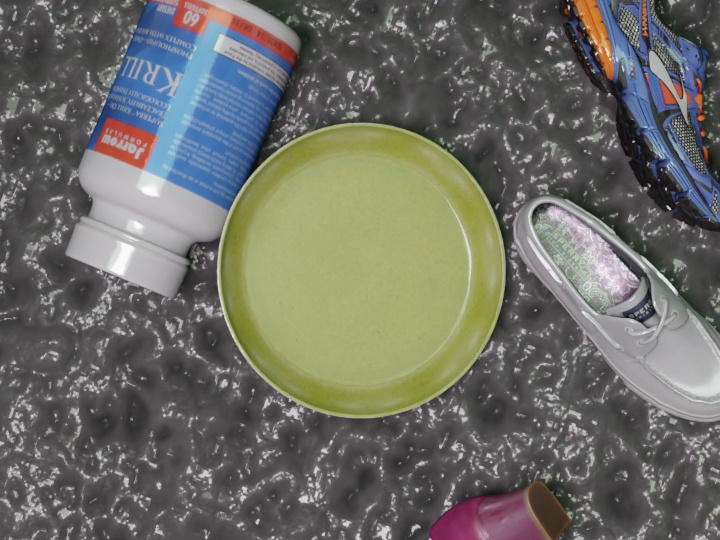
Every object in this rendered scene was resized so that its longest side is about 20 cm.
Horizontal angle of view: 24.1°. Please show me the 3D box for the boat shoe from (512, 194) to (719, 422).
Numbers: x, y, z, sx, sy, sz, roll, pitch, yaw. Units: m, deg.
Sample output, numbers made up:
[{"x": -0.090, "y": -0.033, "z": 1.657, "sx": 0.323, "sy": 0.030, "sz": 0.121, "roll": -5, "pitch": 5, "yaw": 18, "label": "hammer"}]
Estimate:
[{"x": 0.183, "y": 0.023, "z": 1.144, "sx": 0.072, "sy": 0.069, "sz": 0.200, "roll": -39, "pitch": 83, "yaw": 0, "label": "boat shoe"}]

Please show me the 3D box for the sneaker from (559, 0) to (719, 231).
[{"x": 0.211, "y": -0.120, "z": 1.154, "sx": 0.078, "sy": 0.075, "sz": 0.201, "roll": -25, "pitch": 85, "yaw": -2, "label": "sneaker"}]

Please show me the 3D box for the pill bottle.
[{"x": -0.126, "y": -0.088, "z": 1.154, "sx": 0.112, "sy": 0.112, "sz": 0.201, "roll": 21, "pitch": 86, "yaw": 6, "label": "pill bottle"}]

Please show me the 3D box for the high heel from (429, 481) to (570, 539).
[{"x": 0.130, "y": 0.238, "z": 1.149, "sx": 0.096, "sy": 0.067, "sz": 0.201, "roll": -27, "pitch": 92, "yaw": 39, "label": "high heel"}]

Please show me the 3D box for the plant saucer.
[{"x": 0.000, "y": 0.000, "z": 1.162, "sx": 0.199, "sy": 0.031, "sz": 0.202, "roll": 0, "pitch": 90, "yaw": -8, "label": "plant saucer"}]
